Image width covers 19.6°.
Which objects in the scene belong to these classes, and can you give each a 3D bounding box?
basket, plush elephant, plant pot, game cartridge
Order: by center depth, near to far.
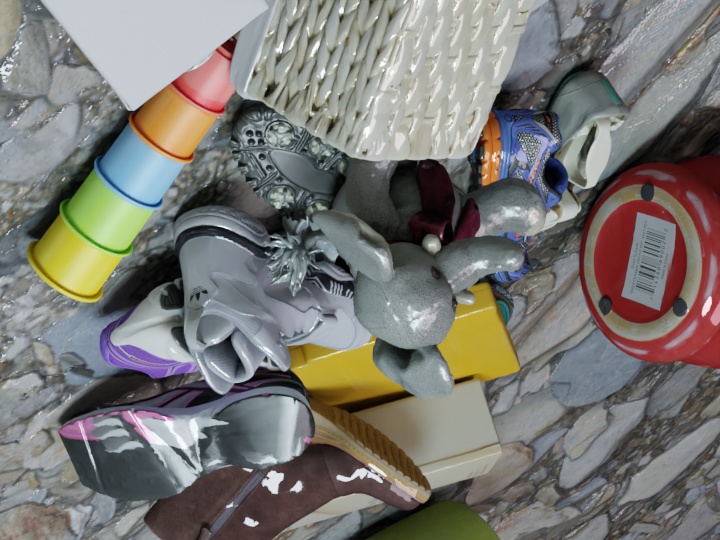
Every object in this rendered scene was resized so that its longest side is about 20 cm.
[{"bbox_3d":[0.027,-0.174,1.293,0.135,0.123,0.200,-5,125,-48],"label":"basket"},{"bbox_3d":[0.040,-0.012,1.406,0.200,0.155,0.165,-30,129,-1],"label":"plush elephant"},{"bbox_3d":[0.039,0.071,1.751,0.176,0.032,0.200,-16,159,5],"label":"game cartridge"},{"bbox_3d":[0.308,-0.009,1.878,0.182,0.200,0.200,1,134,-40],"label":"plant pot"},{"bbox_3d":[0.051,0.334,2.133,0.200,0.187,0.187,-43,157,-25],"label":"plant pot"}]

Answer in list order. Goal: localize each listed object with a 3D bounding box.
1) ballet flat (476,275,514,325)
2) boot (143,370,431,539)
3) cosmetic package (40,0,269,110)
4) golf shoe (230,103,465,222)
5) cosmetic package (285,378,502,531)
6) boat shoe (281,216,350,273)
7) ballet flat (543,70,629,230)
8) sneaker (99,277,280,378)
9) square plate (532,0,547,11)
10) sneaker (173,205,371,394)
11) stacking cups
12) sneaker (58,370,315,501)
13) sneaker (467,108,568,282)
[{"bbox_3d":[0.085,0.008,1.753,0.074,0.074,0.200,-38,161,-2],"label":"ballet flat"},{"bbox_3d":[-0.061,0.190,1.732,0.166,0.200,0.072,-59,-177,12],"label":"boot"},{"bbox_3d":[-0.140,-0.187,1.152,0.108,0.085,0.200,-37,154,-3],"label":"cosmetic package"},{"bbox_3d":[-0.017,-0.077,1.496,0.200,0.088,0.077,24,120,-35],"label":"golf shoe"},{"bbox_3d":[0.015,0.162,1.822,0.200,0.073,0.104,-16,166,-8],"label":"cosmetic package"},{"bbox_3d":[0.001,-0.001,1.631,0.070,0.072,0.201,-40,153,3],"label":"boat shoe"},{"bbox_3d":[0.163,-0.077,1.725,0.067,0.064,0.200,-17,146,-37],"label":"ballet flat"},{"bbox_3d":[-0.125,0.045,1.570,0.083,0.081,0.200,-21,165,27],"label":"sneaker"},{"bbox_3d":[0.113,-0.236,1.456,0.200,0.028,0.198,-36,154,-6],"label":"square plate"},{"bbox_3d":[-0.064,0.042,1.517,0.075,0.115,0.200,-21,143,32],"label":"sneaker"},{"bbox_3d":[-0.138,-0.068,1.363,0.200,0.061,0.060,-49,152,20],"label":"stacking cups"},{"bbox_3d":[-0.130,0.122,1.615,0.200,0.086,0.080,-6,110,6],"label":"sneaker"},{"bbox_3d":[0.129,-0.057,1.670,0.078,0.075,0.200,-11,147,-2],"label":"sneaker"}]
